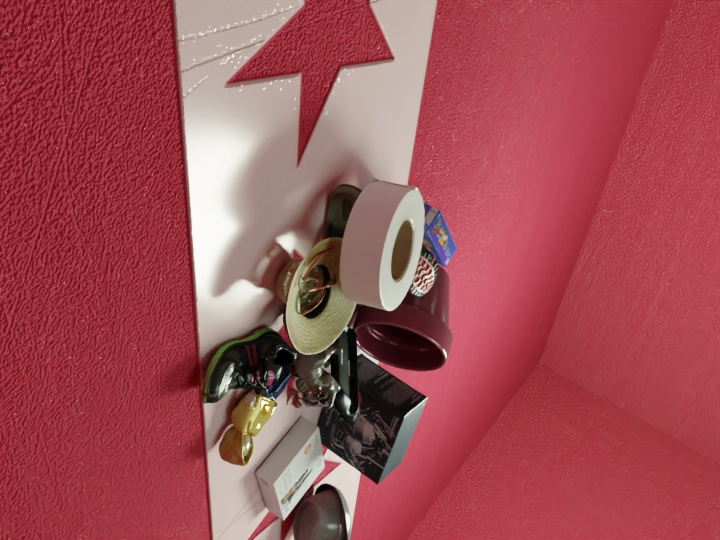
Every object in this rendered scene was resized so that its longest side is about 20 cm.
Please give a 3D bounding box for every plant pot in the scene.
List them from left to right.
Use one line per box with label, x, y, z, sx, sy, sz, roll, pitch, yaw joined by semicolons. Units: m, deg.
plant pot;0.099;0.080;1.667;0.200;0.199;0.179;80;25;-58

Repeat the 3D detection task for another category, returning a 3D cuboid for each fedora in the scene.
fedora;-0.102;0.600;1.938;0.090;0.177;0.200;1;130;-32

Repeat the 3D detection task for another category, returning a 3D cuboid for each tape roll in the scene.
tape roll;0.038;-0.040;1.327;0.202;0.071;0.203;13;90;-69

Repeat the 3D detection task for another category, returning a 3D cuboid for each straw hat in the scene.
straw hat;-0.087;0.027;1.316;0.201;0.085;0.202;-35;135;-45

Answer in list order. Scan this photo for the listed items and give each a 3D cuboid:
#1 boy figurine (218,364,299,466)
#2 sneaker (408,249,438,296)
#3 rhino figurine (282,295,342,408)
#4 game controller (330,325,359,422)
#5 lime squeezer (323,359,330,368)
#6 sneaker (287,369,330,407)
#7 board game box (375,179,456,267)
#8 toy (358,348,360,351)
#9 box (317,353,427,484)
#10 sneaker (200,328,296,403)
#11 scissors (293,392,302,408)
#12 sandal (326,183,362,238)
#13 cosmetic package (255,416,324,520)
boy figurine;-0.177;0.240;1.413;0.200;0.064;0.124;-59;161;-13
sneaker;0.072;-0.030;1.538;0.079;0.095;0.200;-48;132;-9
rhino figurine;-0.079;0.139;1.398;0.087;0.060;0.201;-19;98;-43
game controller;-0.033;0.179;1.542;0.104;0.042;0.200;51;27;-46
lime squeezer;-0.053;0.174;1.593;0.038;0.071;0.200;-40;159;-5
sneaker;-0.080;0.227;1.563;0.081;0.075;0.200;-56;157;-8
board game box;0.096;-0.083;1.515;0.045;0.134;0.200;-58;159;-8
toy;0.060;0.105;1.787;0.200;0.047;0.115;-42;150;-40
box;0.019;0.318;1.773;0.104;0.182;0.200;-29;143;-52
sneaker;-0.171;0.150;1.285;0.200;0.084;0.077;-32;144;-50
scissors;-0.107;0.196;1.582;0.073;0.014;0.200;-44;152;-31
sandal;-0.026;-0.049;1.360;0.057;0.080;0.201;-70;162;-47
cosmetic package;-0.142;0.416;1.724;0.151;0.052;0.200;-51;157;-29
